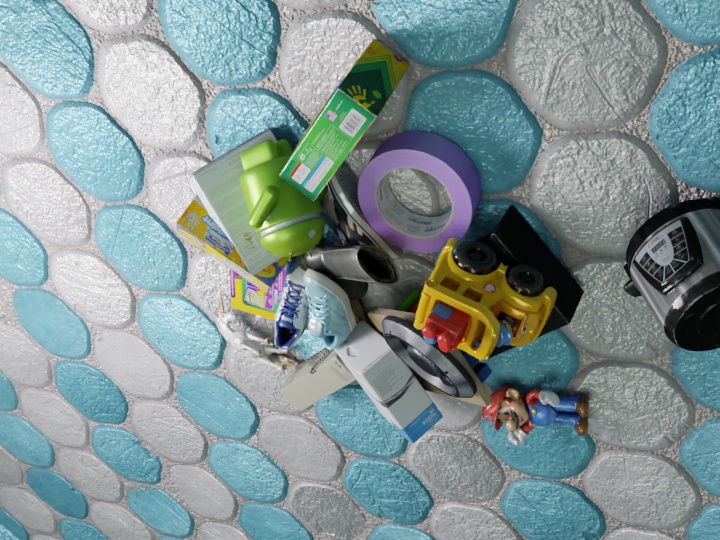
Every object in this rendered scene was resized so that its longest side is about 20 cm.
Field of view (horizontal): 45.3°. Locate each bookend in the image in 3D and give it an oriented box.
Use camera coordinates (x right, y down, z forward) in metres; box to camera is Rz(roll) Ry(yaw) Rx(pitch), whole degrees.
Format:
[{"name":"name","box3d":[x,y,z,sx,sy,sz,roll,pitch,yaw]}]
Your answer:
[{"name":"bookend","box3d":[0.238,0.026,1.483,0.199,0.092,0.200,48,135,-9]}]

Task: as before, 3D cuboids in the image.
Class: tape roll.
[{"name":"tape roll","box3d":[0.098,-0.129,1.443,0.199,0.066,0.201,14,131,16]}]

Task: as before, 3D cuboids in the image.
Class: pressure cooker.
[{"name":"pressure cooker","box3d":[0.489,-0.004,1.271,0.175,0.201,0.179,-11,138,-5]}]

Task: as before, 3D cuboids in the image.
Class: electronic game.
[{"name":"electronic game","box3d":[0.115,0.147,1.463,0.200,0.042,0.200,39,166,11]}]

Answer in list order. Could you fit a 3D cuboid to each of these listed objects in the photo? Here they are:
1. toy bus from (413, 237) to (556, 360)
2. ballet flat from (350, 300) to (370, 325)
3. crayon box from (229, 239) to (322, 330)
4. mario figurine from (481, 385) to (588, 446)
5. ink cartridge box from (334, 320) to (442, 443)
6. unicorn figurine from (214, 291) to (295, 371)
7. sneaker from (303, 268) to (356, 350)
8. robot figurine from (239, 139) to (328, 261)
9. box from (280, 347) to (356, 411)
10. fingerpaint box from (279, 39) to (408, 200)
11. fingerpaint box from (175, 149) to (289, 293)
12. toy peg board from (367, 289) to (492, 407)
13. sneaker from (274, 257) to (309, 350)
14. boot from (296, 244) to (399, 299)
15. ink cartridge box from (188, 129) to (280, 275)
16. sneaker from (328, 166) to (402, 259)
[{"name":"toy bus","box3d":[0.181,0.070,1.351,0.199,0.192,0.136,26,134,14]},{"name":"ballet flat","box3d":[-0.023,0.097,1.685,0.068,0.063,0.201,-16,118,38]},{"name":"crayon box","box3d":[-0.166,0.006,1.683,0.171,0.058,0.201,15,131,10]},{"name":"mario figurine","box3d":[0.328,0.280,1.630,0.199,0.106,0.124,1,92,16]},{"name":"ink cartridge box","box3d":[0.050,0.210,1.641,0.200,0.084,0.145,56,171,-28]},{"name":"unicorn figurine","box3d":[-0.228,0.151,1.811,0.137,0.074,0.201,12,142,42]},{"name":"sneaker","box3d":[-0.063,0.079,1.557,0.074,0.082,0.200,16,152,32]},{"name":"robot figurine","box3d":[-0.129,-0.113,1.432,0.115,0.175,0.201,-19,89,28]},{"name":"box","box3d":[-0.075,0.213,1.792,0.068,0.082,0.200,44,131,-13]},{"name":"fingerpaint box","box3d":[-0.027,-0.234,1.338,0.073,0.167,0.200,35,134,-7]},{"name":"fingerpaint box","box3d":[-0.202,-0.086,1.549,0.199,0.167,0.073,33,166,-3]},{"name":"toy peg board","box3d":[0.147,0.127,1.563,0.199,0.098,0.200,5,135,57]},{"name":"sneaker","box3d":[-0.119,0.066,1.615,0.075,0.088,0.201,15,129,7]},{"name":"boot","box3d":[0.000,0.002,1.512,0.181,0.073,0.199,28,160,-37]},{"name":"ink cartridge box","box3d":[-0.180,-0.119,1.508,0.201,0.162,0.057,62,164,-18]},{"name":"sneaker","box3d":[-0.011,-0.088,1.520,0.079,0.079,0.200,-23,116,31]}]
